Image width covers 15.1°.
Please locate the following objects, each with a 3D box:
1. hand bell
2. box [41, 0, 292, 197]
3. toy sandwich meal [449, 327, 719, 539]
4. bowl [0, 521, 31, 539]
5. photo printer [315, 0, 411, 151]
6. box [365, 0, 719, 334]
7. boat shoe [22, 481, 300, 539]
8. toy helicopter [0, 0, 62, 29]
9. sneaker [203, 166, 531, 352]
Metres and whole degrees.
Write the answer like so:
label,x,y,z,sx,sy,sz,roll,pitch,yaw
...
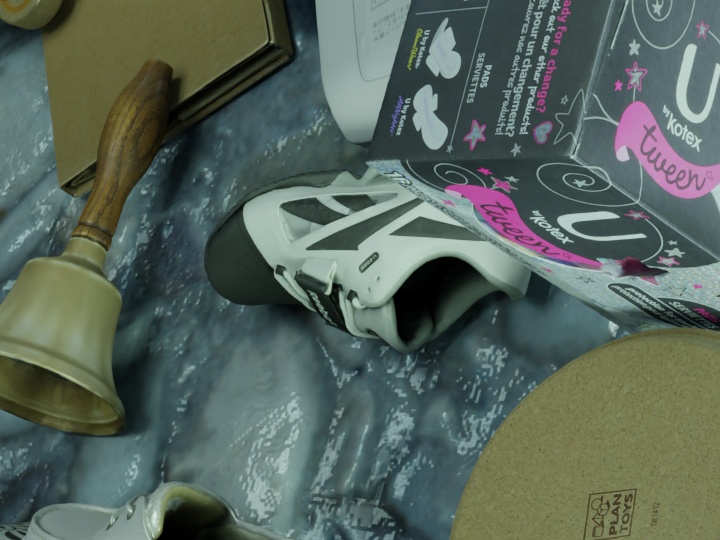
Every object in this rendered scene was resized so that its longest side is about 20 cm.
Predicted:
label,x,y,z,sx,sy,sz,roll,pitch,yaw
hand bell,-0.142,-0.024,1.444,0.104,0.104,0.200,-2,61,42
box,-0.119,-0.159,1.547,0.163,0.021,0.200,-32,49,26
toy sandwich meal,0.119,0.121,1.141,0.205,0.070,0.205,-22,51,29
bowl,-0.212,0.208,1.372,0.201,0.094,0.201,-21,55,34
photo printer,0.052,-0.160,1.355,0.166,0.069,0.200,-27,52,29
box,0.119,-0.062,1.141,0.115,0.200,0.132,-1,67,44
boat shoe,-0.087,0.132,1.302,0.200,0.071,0.069,12,115,38
toy helicopter,-0.249,-0.159,1.627,0.200,0.079,0.132,5,78,46
sneaker,0.000,0.000,1.309,0.200,0.074,0.089,-16,55,36
